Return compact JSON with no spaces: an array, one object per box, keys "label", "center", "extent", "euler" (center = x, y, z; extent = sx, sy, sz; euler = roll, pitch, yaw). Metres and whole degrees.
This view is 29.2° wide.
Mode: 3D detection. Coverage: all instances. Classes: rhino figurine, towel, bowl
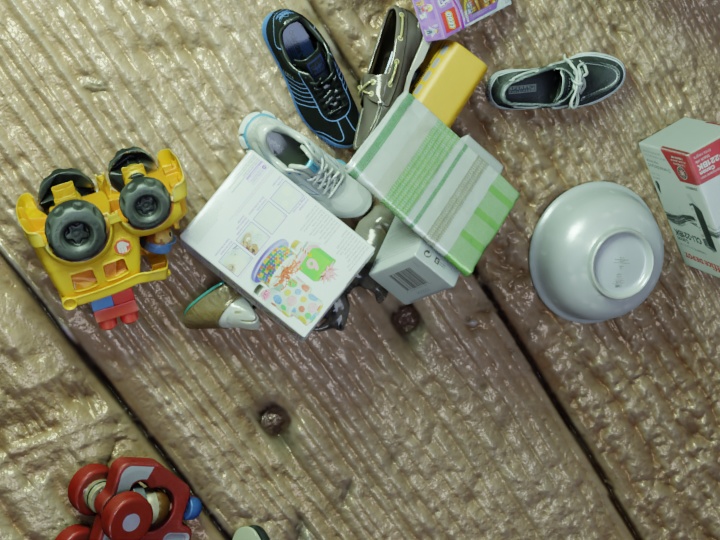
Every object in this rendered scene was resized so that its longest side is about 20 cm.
[{"label":"rhino figurine","center":[0.000,0.000,1.793],"extent":[0.087,0.060,0.200],"euler":[42,83,-16]},{"label":"towel","center":[0.088,-0.105,1.680],"extent":[0.200,0.031,0.149],"euler":[42,59,-9]},{"label":"bowl","center":[0.338,-0.017,1.884],"extent":[0.200,0.090,0.203],"euler":[-3,101,-16]}]

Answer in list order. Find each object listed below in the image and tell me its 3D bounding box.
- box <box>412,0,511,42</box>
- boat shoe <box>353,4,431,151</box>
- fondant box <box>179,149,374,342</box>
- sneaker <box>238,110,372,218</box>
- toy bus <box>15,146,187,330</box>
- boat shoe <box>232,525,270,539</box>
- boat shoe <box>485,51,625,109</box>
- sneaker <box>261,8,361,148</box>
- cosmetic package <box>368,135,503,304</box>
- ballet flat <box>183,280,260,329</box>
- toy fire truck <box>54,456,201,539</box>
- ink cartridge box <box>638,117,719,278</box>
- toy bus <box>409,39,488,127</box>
[{"label":"box","center":[0.107,-0.405,1.731],"extent":[0.137,0.039,0.201],"euler":[-32,111,-36]},{"label":"boat shoe","center":[0.029,-0.236,1.740],"extent":[0.059,0.072,0.201],"euler":[27,80,-27]},{"label":"fondant box","center":[-0.104,-0.029,1.710],"extent":[0.200,0.058,0.145],"euler":[38,77,3]},{"label":"sneaker","center":[-0.063,-0.125,1.738],"extent":[0.199,0.087,0.075],"euler":[32,89,-22]},{"label":"toy bus","center":[-0.290,-0.031,1.664],"extent":[0.199,0.136,0.193],"euler":[-20,118,-8]},{"label":"boat shoe","center":[-0.123,0.434,1.849],"extent":[0.063,0.073,0.203],"euler":[-21,99,-49]},{"label":"boat shoe","center":[0.268,-0.248,1.825],"extent":[0.198,0.068,0.074],"euler":[-5,103,-17]},{"label":"sneaker","center":[-0.055,-0.235,1.721],"extent":[0.070,0.078,0.201],"euler":[-37,109,-8]},{"label":"cosmetic package","center":[0.097,-0.064,1.746],"extent":[0.071,0.101,0.201],"euler":[38,57,-21]},{"label":"ballet flat","center":[-0.128,0.031,1.752],"extent":[0.199,0.072,0.068],"euler":[-32,153,-13]},{"label":"toy fire truck","center":[-0.287,0.335,1.762],"extent":[0.167,0.112,0.201],"euler":[11,99,-43]},{"label":"ink cartridge box","center":[0.477,-0.096,1.882],"extent":[0.083,0.144,0.201],"euler":[-29,108,-8]},{"label":"toy bus","center":[0.077,-0.195,1.771],"extent":[0.065,0.078,0.201],"euler":[33,90,-20]}]
